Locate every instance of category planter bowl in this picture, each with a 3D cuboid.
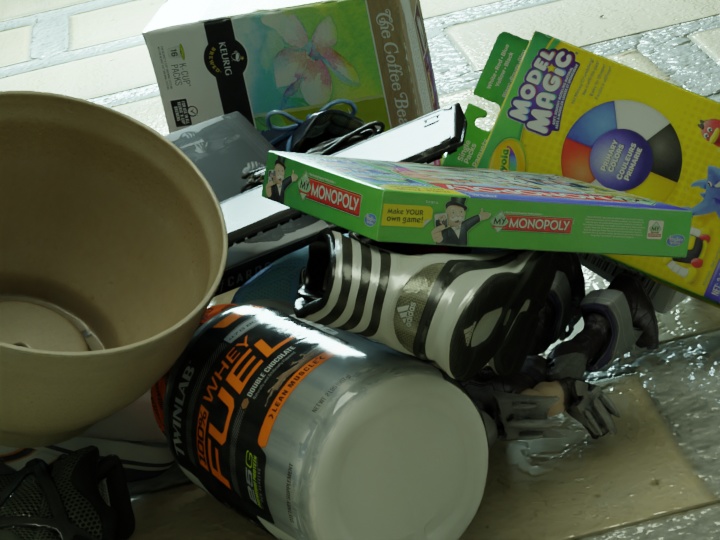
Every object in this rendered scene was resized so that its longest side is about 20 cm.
[{"bbox_3d":[-0.185,0.015,1.111,0.200,0.135,0.200,10,44,-10],"label":"planter bowl"}]

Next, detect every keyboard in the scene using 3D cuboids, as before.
[{"bbox_3d":[-0.026,-0.055,1.223,0.200,0.021,0.127,-22,19,12],"label":"keyboard"}]

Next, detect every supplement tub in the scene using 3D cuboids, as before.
[{"bbox_3d":[-0.030,0.087,1.099,0.122,0.123,0.200,-24,24,-27],"label":"supplement tub"}]

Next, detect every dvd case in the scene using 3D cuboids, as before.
[{"bbox_3d":[-0.131,-0.031,1.286,0.200,0.025,0.150,-22,45,-23],"label":"dvd case"}]

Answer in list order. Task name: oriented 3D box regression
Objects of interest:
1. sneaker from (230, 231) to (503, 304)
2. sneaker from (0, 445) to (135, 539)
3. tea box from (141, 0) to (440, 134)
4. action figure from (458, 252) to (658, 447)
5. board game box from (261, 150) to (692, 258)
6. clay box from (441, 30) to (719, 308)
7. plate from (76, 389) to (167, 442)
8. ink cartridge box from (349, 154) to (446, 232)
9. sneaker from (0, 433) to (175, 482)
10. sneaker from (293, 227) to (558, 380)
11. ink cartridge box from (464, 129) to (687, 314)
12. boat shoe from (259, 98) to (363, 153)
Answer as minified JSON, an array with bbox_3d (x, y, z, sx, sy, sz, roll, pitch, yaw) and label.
[{"bbox_3d":[0.000,0.000,1.182,0.200,0.079,0.090,-16,-20,29],"label":"sneaker"},{"bbox_3d":[-0.205,0.142,1.130,0.114,0.076,0.199,-28,29,-38],"label":"sneaker"},{"bbox_3d":[-0.041,-0.122,1.516,0.196,0.200,0.134,-9,21,10],"label":"tea box"},{"bbox_3d":[0.104,0.063,1.168,0.130,0.070,0.200,11,35,32],"label":"action figure"},{"bbox_3d":[0.064,-0.036,1.093,0.200,0.029,0.135,3,9,-30],"label":"board game box"},{"bbox_3d":[0.153,-0.067,1.218,0.200,0.115,0.048,23,0,12],"label":"clay box"},{"bbox_3d":[-0.164,0.056,1.256,0.199,0.032,0.200,6,17,-25],"label":"plate"},{"bbox_3d":[0.017,-0.011,1.368,0.175,0.084,0.200,-10,22,4],"label":"ink cartridge box"},{"bbox_3d":[-0.214,0.113,1.215,0.200,0.080,0.078,11,15,-1],"label":"sneaker"},{"bbox_3d":[0.034,0.006,1.061,0.115,0.076,0.200,21,6,17],"label":"sneaker"},{"bbox_3d":[0.170,-0.045,1.339,0.162,0.057,0.200,32,15,14],"label":"ink cartridge box"},{"bbox_3d":[-0.013,-0.082,1.350,0.084,0.069,0.200,-27,27,-33],"label":"boat shoe"}]
